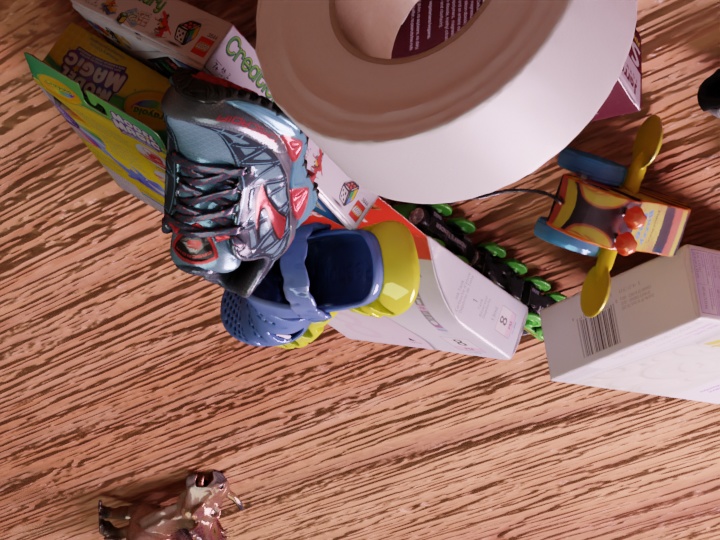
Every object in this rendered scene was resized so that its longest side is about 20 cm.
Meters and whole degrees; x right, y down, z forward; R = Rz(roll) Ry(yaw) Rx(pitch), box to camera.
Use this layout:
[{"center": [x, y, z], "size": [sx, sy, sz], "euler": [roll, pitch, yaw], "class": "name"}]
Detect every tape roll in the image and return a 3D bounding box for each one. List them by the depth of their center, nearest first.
[{"center": [0.044, -0.139, 1.126], "size": [0.201, 0.204, 0.071], "euler": [-13, 149, 26], "class": "tape roll"}]

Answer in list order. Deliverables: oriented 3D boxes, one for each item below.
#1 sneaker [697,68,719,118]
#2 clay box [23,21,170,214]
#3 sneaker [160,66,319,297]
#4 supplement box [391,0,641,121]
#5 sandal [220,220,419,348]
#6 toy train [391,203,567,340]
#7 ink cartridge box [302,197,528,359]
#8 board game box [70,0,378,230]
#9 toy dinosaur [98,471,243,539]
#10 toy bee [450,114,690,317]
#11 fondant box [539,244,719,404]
[{"center": [0.259, -0.085, 1.347], "size": [0.115, 0.075, 0.200], "euler": [15, 139, -11], "class": "sneaker"}, {"center": [-0.129, -0.083, 1.324], "size": [0.115, 0.048, 0.200], "euler": [31, 167, 21], "class": "clay box"}, {"center": [-0.075, -0.042, 1.213], "size": [0.079, 0.096, 0.200], "euler": [20, 163, 18], "class": "sneaker"}, {"center": [0.062, -0.128, 1.286], "size": [0.199, 0.061, 0.109], "euler": [-10, 148, 25], "class": "supplement box"}, {"center": [-0.046, 0.006, 1.406], "size": [0.087, 0.080, 0.200], "euler": [1, 166, -32], "class": "sandal"}, {"center": [0.086, 0.004, 1.549], "size": [0.056, 0.042, 0.200], "euler": [-6, 151, 38], "class": "toy train"}, {"center": [0.000, 0.000, 1.489], "size": [0.162, 0.057, 0.200], "euler": [7, 165, 42], "class": "ink cartridge box"}, {"center": [-0.081, -0.105, 1.304], "size": [0.126, 0.035, 0.200], "euler": [28, 169, 37], "class": "board game box"}, {"center": [-0.183, 0.263, 2.007], "size": [0.135, 0.086, 0.200], "euler": [-1, 157, -7], "class": "toy dinosaur"}, {"center": [0.157, -0.030, 1.371], "size": [0.199, 0.132, 0.109], "euler": [-15, -151, -35], "class": "toy bee"}, {"center": [0.251, 0.043, 1.538], "size": [0.199, 0.059, 0.144], "euler": [9, 155, -42], "class": "fondant box"}]
